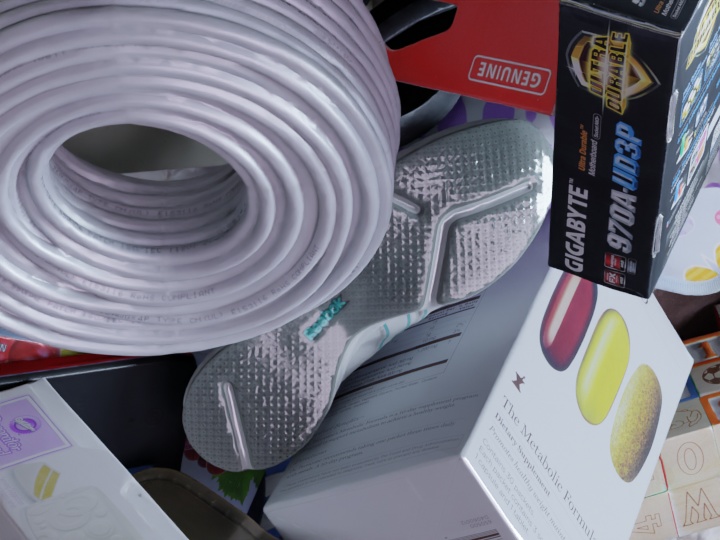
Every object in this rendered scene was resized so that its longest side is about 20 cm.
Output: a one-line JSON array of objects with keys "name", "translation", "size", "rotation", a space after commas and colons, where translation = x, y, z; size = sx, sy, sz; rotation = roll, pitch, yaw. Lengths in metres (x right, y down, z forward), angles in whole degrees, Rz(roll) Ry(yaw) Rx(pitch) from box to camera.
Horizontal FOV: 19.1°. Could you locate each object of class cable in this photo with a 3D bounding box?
[{"name": "cable", "translation": [-0.084, -0.048, 0.820], "size": [0.199, 0.069, 0.200], "rotation": [1, 141, -1]}]

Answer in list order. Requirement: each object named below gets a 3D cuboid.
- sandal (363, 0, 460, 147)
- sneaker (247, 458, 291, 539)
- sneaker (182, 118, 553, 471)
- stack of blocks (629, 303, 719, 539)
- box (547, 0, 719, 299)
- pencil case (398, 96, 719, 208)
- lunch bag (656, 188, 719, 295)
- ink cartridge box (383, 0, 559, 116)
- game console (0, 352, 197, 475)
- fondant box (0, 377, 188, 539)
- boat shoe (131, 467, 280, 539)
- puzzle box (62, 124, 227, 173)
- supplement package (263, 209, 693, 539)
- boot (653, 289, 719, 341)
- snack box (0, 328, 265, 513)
[{"name": "sandal", "translation": [0.029, -0.117, 0.946], "size": [0.200, 0.076, 0.043], "rotation": [-47, 134, -34]}, {"name": "sneaker", "translation": [0.002, 0.115, 1.028], "size": [0.080, 0.146, 0.201], "rotation": [6, 112, -35]}, {"name": "sneaker", "translation": [0.000, 0.000, 0.932], "size": [0.200, 0.080, 0.070], "rotation": [-40, 103, 11]}, {"name": "stack of blocks", "translation": [0.212, 0.063, 1.088], "size": [0.199, 0.115, 0.059], "rotation": [-16, 116, 2]}, {"name": "box", "translation": [0.130, -0.112, 0.806], "size": [0.159, 0.046, 0.200], "rotation": [85, 29, -57]}, {"name": "pencil case", "translation": [0.082, -0.063, 0.962], "size": [0.199, 0.084, 0.086], "rotation": [-4, 147, 18]}, {"name": "lunch bag", "translation": [0.179, -0.080, 1.046], "size": [0.199, 0.127, 0.170], "rotation": [2, 120, -31]}, {"name": "ink cartridge box", "translation": [0.027, -0.163, 0.827], "size": [0.045, 0.200, 0.177], "rotation": [23, 87, -41]}, {"name": "game console", "translation": [-0.161, 0.130, 0.937], "size": [0.176, 0.031, 0.201], "rotation": [-4, 119, -30]}, {"name": "fondant box", "translation": [-0.120, 0.167, 0.876], "size": [0.058, 0.144, 0.201], "rotation": [-15, 125, -29]}, {"name": "boat shoe", "translation": [-0.030, 0.159, 0.906], "size": [0.072, 0.200, 0.068], "rotation": [-38, 144, -17]}, {"name": "puzzle box", "translation": [-0.100, -0.106, 0.917], "size": [0.199, 0.025, 0.134], "rotation": [-6, 118, -31]}, {"name": "supplement package", "translation": [0.060, 0.072, 0.973], "size": [0.114, 0.109, 0.200], "rotation": [56, 37, -22]}, {"name": "boot", "translation": [0.215, 0.035, 1.171], "size": [0.200, 0.072, 0.167], "rotation": [-38, 132, -5]}, {"name": "snack box", "translation": [-0.141, 0.090, 0.982], "size": [0.199, 0.053, 0.143], "rotation": [12, 110, -37]}]
